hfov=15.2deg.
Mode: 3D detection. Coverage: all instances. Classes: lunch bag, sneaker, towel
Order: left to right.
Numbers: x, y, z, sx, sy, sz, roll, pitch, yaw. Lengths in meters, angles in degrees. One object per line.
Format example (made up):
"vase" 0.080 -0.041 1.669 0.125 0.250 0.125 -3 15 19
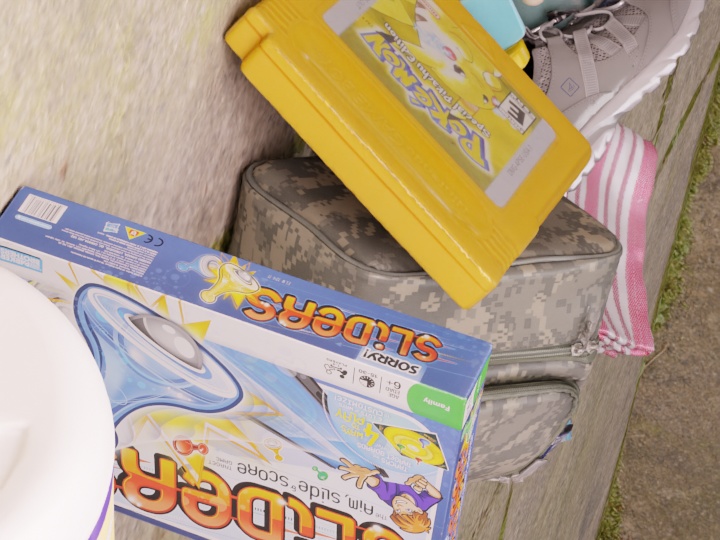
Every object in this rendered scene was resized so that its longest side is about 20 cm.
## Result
"lunch bag" 0.025 0.039 1.421 0.199 0.139 0.168 -5 121 -38
"towel" 0.128 -0.035 1.634 0.200 0.030 0.147 23 67 -55
"sneaker" 0.128 -0.124 1.549 0.200 0.082 0.075 -54 -165 -24

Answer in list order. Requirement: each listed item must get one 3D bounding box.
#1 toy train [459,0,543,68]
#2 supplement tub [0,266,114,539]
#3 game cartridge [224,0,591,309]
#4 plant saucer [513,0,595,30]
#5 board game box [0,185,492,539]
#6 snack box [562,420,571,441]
"toy train" 0.051 -0.194 1.479 0.201 0.150 0.056 -67 -154 13
"supplement tub" -0.147 0.104 0.842 0.200 0.145 0.146 94 18 -49
"game cartridge" 0.029 -0.084 1.349 0.032 0.176 0.200 -42 -177 26
"plant saucer" 0.115 -0.218 1.630 0.200 0.036 0.201 -12 90 -71
"board game box" -0.053 0.055 1.078 0.035 0.199 0.136 -60 164 -44
"snack box" 0.068 0.071 1.618 0.200 0.116 0.037 77 -2 -69
